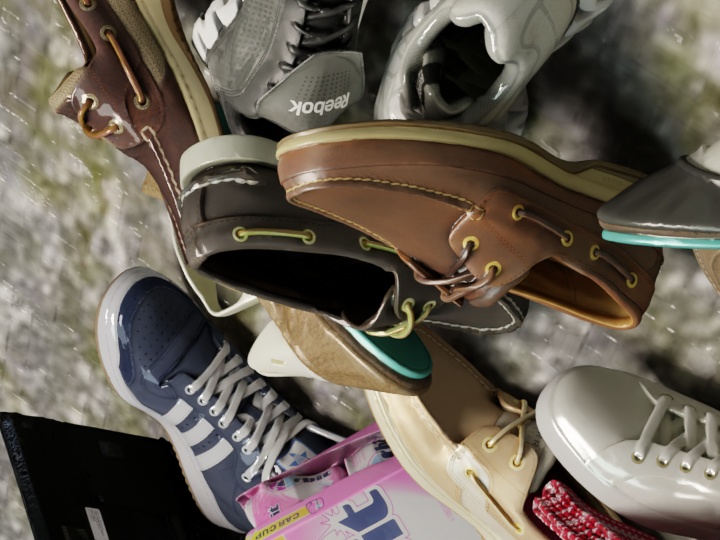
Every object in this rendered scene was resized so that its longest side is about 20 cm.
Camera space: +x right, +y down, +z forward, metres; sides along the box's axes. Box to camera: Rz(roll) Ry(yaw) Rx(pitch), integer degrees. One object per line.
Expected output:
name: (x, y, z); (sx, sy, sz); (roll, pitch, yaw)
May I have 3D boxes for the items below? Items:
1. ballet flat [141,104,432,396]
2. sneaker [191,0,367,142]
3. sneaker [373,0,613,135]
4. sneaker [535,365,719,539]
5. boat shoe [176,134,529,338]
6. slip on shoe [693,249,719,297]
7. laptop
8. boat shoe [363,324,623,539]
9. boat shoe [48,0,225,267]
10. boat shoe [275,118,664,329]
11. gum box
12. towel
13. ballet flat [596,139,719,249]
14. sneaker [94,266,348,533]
ballet flat: (-0.045, 0.005, 1.262); (0.200, 0.068, 0.072); (49, 112, 18)
sneaker: (-0.022, -0.112, 1.129); (0.200, 0.066, 0.091); (129, 131, -60)
sneaker: (0.041, -0.084, 1.112); (0.075, 0.081, 0.200); (37, 147, 4)
sneaker: (0.181, 0.089, 1.174); (0.199, 0.073, 0.085); (28, 142, 2)
boat shoe: (0.000, 0.000, 1.182); (0.200, 0.061, 0.072); (21, 145, -31)
slip on shoe: (0.212, 0.052, 1.104); (0.200, 0.061, 0.076); (51, 145, -12)
laptop: (-0.125, 0.191, 1.481); (0.104, 0.199, 0.178); (-59, 36, 27)
boat shoe: (0.080, 0.099, 1.289); (0.069, 0.074, 0.200); (-27, 108, 42)
boat shoe: (-0.116, -0.089, 1.208); (0.072, 0.072, 0.201); (178, 73, -78)
boat shoe: (0.053, -0.019, 1.084); (0.199, 0.068, 0.072); (12, 164, -33)
gum box: (0.026, 0.178, 1.369); (0.201, 0.113, 0.066); (60, -177, -23)
towel: (0.165, 0.150, 1.168); (0.144, 0.023, 0.200); (25, -178, -11)
ballet flat: (0.194, -0.033, 1.028); (0.199, 0.068, 0.069); (9, 99, 25)
sneaker: (-0.066, 0.081, 1.406); (0.108, 0.070, 0.200); (15, 145, 41)
